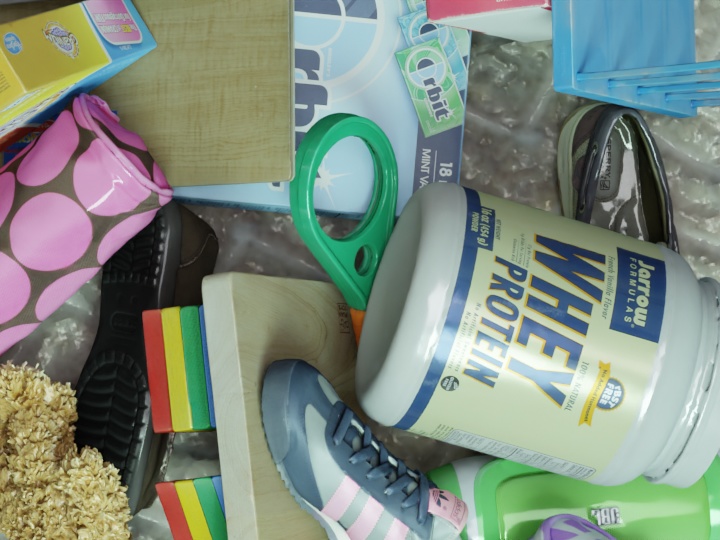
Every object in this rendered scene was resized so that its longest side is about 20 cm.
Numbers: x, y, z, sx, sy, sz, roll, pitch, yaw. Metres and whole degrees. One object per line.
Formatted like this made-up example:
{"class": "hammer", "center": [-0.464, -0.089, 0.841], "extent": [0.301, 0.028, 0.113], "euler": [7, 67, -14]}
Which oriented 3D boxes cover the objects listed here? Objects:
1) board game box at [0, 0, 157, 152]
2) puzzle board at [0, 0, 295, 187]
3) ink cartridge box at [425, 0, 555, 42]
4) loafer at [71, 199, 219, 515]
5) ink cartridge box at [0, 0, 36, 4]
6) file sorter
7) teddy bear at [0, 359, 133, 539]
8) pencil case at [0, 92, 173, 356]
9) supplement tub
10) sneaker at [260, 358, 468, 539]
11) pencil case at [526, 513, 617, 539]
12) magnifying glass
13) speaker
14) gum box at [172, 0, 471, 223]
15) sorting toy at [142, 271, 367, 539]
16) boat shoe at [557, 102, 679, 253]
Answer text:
{"class": "board game box", "center": [-0.216, -0.093, 1.392], "extent": [0.153, 0.200, 0.040], "euler": [-32, 92, 20]}
{"class": "puzzle board", "center": [-0.128, -0.124, 1.473], "extent": [0.199, 0.017, 0.151], "euler": [-2, 87, 25]}
{"class": "ink cartridge box", "center": [0.099, -0.246, 1.480], "extent": [0.084, 0.145, 0.201], "euler": [-5, 88, 28]}
{"class": "loafer", "center": [-0.120, 0.055, 1.481], "extent": [0.071, 0.073, 0.201], "euler": [7, 99, -45]}
{"class": "ink cartridge box", "center": [-0.150, -0.248, 1.443], "extent": [0.045, 0.199, 0.177], "euler": [31, 67, -46]}
{"class": "file sorter", "center": [0.205, -0.170, 1.454], "extent": [0.122, 0.200, 0.139], "euler": [-2, 88, 28]}
{"class": "teddy bear", "center": [-0.180, 0.149, 1.443], "extent": [0.067, 0.145, 0.201], "euler": [-17, 89, -48]}
{"class": "pencil case", "center": [-0.205, -0.019, 1.445], "extent": [0.200, 0.094, 0.091], "euler": [-38, 134, 12]}
{"class": "supplement tub", "center": [0.110, 0.042, 1.429], "extent": [0.199, 0.145, 0.146], "euler": [16, 86, -9]}
{"class": "sneaker", "center": [0.016, 0.123, 1.395], "extent": [0.082, 0.070, 0.200], "euler": [-13, 125, 29]}
{"class": "pencil case", "center": [0.095, 0.232, 1.459], "extent": [0.085, 0.084, 0.200], "euler": [9, 127, -42]}
{"class": "magnifying glass", "center": [0.000, 0.000, 1.482], "extent": [0.080, 0.022, 0.201], "euler": [-34, 123, -38]}
{"class": "speaker", "center": [0.141, 0.148, 1.506], "extent": [0.199, 0.088, 0.089], "euler": [-6, 88, -7]}
{"class": "gum box", "center": [-0.035, -0.120, 1.516], "extent": [0.199, 0.045, 0.171], "euler": [6, 87, -8]}
{"class": "sorting toy", "center": [-0.059, 0.108, 1.438], "extent": [0.069, 0.200, 0.200], "euler": [-8, 85, 19]}
{"class": "boat shoe", "center": [0.163, -0.006, 1.524], "extent": [0.072, 0.065, 0.201], "euler": [-5, 89, -10]}
